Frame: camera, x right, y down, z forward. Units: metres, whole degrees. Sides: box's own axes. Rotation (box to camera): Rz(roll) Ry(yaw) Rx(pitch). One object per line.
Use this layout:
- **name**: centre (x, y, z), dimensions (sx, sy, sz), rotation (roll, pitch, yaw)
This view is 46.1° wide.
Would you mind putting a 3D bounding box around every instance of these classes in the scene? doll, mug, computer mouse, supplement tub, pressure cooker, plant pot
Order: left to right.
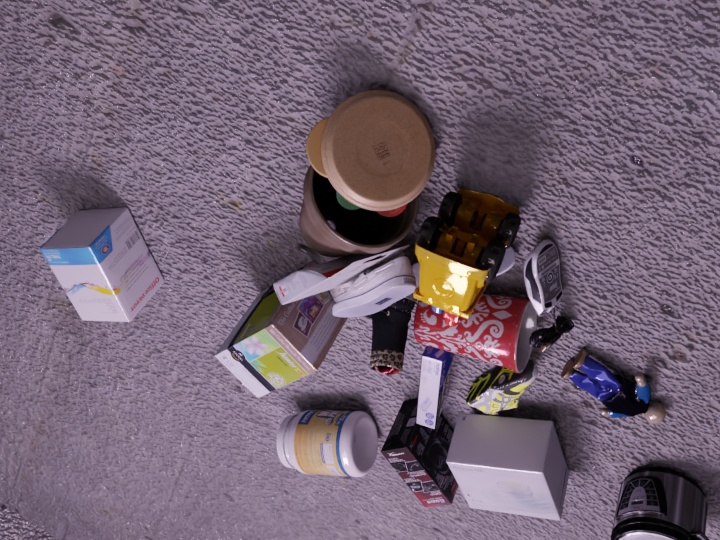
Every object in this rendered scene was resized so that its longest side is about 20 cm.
- **supplement tub**: centre (-0.075, 0.391, 1.925), dimensions (0.199, 0.145, 0.145), rotation (-4, 125, 30)
- **plant pot**: centre (-0.024, -0.106, 1.462), dimensions (0.200, 0.200, 0.173), rotation (39, 152, -8)
- **mug**: centre (0.210, 0.118, 1.558), dimensions (0.199, 0.134, 0.178), rotation (10, 130, 24)
- **computer mouse**: centre (0.318, 0.037, 1.470), dimensions (0.044, 0.109, 0.201), rotation (13, 124, 47)
- **doll**: centre (0.477, 0.223, 1.565), dimensions (0.200, 0.049, 0.137), rotation (33, 136, -1)
- **pressure cooker**: centre (0.583, 0.509, 1.650), dimensions (0.178, 0.200, 0.176), rotation (18, 135, 13)

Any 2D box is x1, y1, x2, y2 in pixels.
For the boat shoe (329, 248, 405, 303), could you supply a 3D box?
- **boat shoe**: centre (0.000, 0.000, 1.603), dimensions (0.200, 0.071, 0.069), rotation (-31, 103, 40)

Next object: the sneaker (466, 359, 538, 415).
- **sneaker**: centre (0.290, 0.226, 1.657), dimensions (0.076, 0.076, 0.200), rotation (31, 146, -12)

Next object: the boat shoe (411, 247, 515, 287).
- **boat shoe**: centre (0.182, -0.001, 1.512), dimensions (0.199, 0.070, 0.066), rotation (-19, 164, 15)

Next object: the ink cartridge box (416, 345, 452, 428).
- **ink cartridge box**: centre (0.150, 0.214, 1.693), dimensions (0.044, 0.094, 0.201), rotation (14, 133, 15)

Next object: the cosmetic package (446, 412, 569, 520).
- **cosmetic package**: centre (0.305, 0.400, 1.730), dimensions (0.198, 0.123, 0.200), rotation (0, 138, 27)

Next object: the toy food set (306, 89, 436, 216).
- **toy food set**: centre (0.027, -0.189, 1.366), dimensions (0.198, 0.200, 0.049), rotation (51, 168, -11)

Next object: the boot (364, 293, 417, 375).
- **boot**: centre (0.039, 0.117, 1.590), dimensions (0.073, 0.155, 0.203), rotation (16, 164, -17)

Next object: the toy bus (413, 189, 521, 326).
- **toy bus**: centre (0.172, -0.010, 1.408), dimensions (0.135, 0.200, 0.193), rotation (20, 133, 17)

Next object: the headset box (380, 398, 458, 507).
- **headset box**: centre (0.148, 0.395, 1.812), dimensions (0.077, 0.149, 0.200), rotation (-18, 119, 37)

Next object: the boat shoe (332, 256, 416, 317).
- **boat shoe**: centre (0.023, 0.032, 1.512), dimensions (0.073, 0.066, 0.200), rotation (15, 151, -43)

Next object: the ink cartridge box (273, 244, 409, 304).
- **ink cartridge box**: centre (-0.035, -0.009, 1.483), dimensions (0.200, 0.162, 0.050), rotation (-33, 80, 40)

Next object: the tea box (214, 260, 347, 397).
- **tea box**: centre (-0.148, 0.118, 1.689), dimensions (0.134, 0.200, 0.196), rotation (47, 133, -15)

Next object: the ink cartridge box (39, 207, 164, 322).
- **ink cartridge box**: centre (-0.551, -0.011, 1.823), dimensions (0.145, 0.147, 0.201), rotation (-1, 127, 27)
